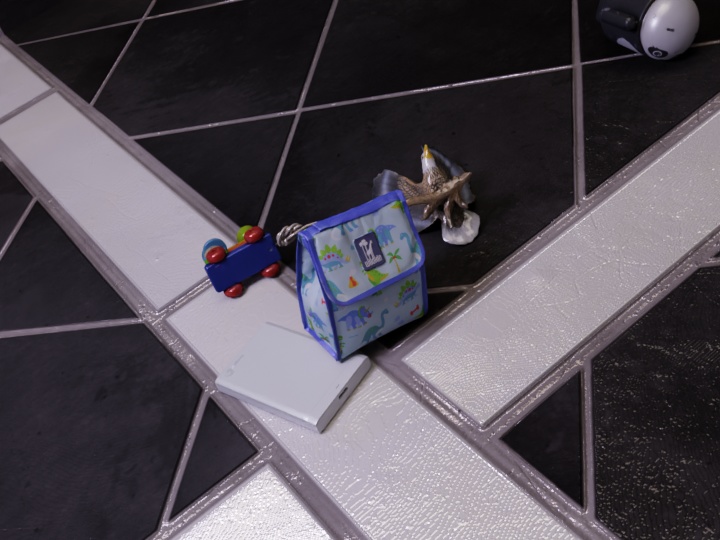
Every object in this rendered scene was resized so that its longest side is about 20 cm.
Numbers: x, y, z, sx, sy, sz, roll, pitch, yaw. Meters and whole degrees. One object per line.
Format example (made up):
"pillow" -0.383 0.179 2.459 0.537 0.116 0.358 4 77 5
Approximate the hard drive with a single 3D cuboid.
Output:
"hard drive" -0.100 0.151 1.403 0.198 0.026 0.132 16 52 35

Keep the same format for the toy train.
"toy train" -0.173 -0.046 1.620 0.199 0.085 0.116 -29 27 -9

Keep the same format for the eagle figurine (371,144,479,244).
"eagle figurine" 0.116 -0.133 1.573 0.150 0.153 0.200 17 2 -14

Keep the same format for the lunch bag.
"lunch bag" 0.000 0.000 1.373 0.169 0.202 0.127 -25 37 -24

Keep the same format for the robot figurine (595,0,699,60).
"robot figurine" 0.516 -0.455 1.739 0.150 0.125 0.200 -40 42 -6
